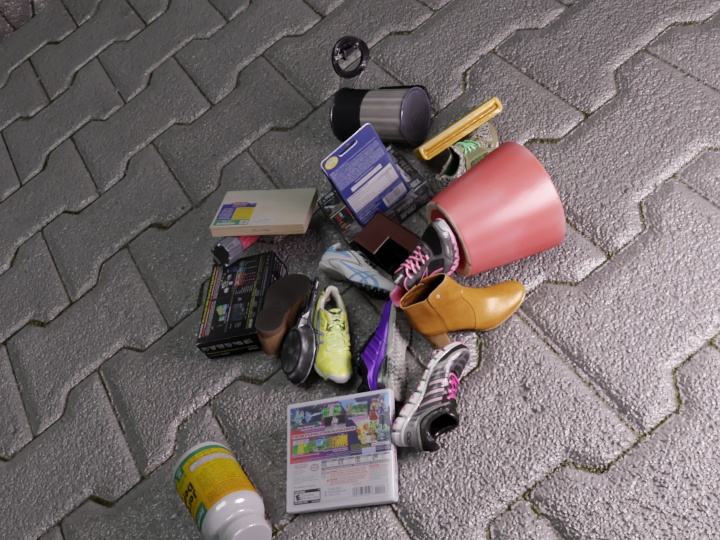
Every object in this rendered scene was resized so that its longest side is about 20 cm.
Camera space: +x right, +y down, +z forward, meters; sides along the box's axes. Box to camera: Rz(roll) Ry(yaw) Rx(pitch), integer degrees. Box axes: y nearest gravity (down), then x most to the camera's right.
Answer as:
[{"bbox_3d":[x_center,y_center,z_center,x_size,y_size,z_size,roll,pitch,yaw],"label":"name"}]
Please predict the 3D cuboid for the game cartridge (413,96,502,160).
[{"bbox_3d":[0.185,-0.271,1.825,0.175,0.033,0.200,-34,4,4],"label":"game cartridge"}]

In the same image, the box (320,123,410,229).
[{"bbox_3d":[0.006,-0.179,1.749,0.121,0.200,0.032,-40,48,-3],"label":"box"}]

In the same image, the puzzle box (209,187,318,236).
[{"bbox_3d":[-0.193,-0.118,1.893,0.197,0.026,0.134,-1,37,13],"label":"puzzle box"}]

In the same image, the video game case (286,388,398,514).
[{"bbox_3d":[-0.033,0.300,1.556,0.198,0.023,0.185,-12,65,23],"label":"video game case"}]

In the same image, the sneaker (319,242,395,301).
[{"bbox_3d":[0.000,0.000,1.769,0.199,0.072,0.073,27,82,41],"label":"sneaker"}]

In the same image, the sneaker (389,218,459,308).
[{"bbox_3d":[0.101,-0.003,1.585,0.094,0.201,0.079,-15,54,-26],"label":"sneaker"}]

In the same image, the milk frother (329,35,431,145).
[{"bbox_3d":[0.037,-0.376,1.960,0.186,0.201,0.182,7,55,34],"label":"milk frother"}]

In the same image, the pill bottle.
[{"bbox_3d":[-0.228,0.389,1.569,0.113,0.113,0.200,-41,46,-5],"label":"pill bottle"}]

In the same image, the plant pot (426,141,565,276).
[{"bbox_3d":[0.220,-0.092,1.600,0.176,0.202,0.201,-28,44,-11],"label":"plant pot"}]

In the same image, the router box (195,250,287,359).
[{"bbox_3d":[-0.234,0.068,1.864,0.148,0.062,0.202,-11,51,23],"label":"router box"}]

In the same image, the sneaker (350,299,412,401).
[{"bbox_3d":[0.029,0.139,1.643,0.098,0.070,0.202,-12,49,25],"label":"sneaker"}]

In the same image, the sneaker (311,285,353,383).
[{"bbox_3d":[-0.054,0.115,1.694,0.074,0.077,0.202,-3,47,-14],"label":"sneaker"}]

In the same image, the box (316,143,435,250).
[{"bbox_3d":[0.029,-0.144,1.883,0.199,0.050,0.158,-39,45,-1],"label":"box"}]

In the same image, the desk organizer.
[{"bbox_3d":[0.081,-0.028,1.745,0.077,0.072,0.199,-47,46,-7],"label":"desk organizer"}]

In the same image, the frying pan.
[{"bbox_3d":[-0.102,0.116,1.703,0.115,0.031,0.192,49,122,56],"label":"frying pan"}]

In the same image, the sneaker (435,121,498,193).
[{"bbox_3d":[0.203,-0.221,1.811,0.076,0.089,0.201,11,62,36],"label":"sneaker"}]

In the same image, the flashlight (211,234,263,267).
[{"bbox_3d":[-0.218,-0.081,1.920,0.067,0.068,0.200,13,37,33],"label":"flashlight"}]

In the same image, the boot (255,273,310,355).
[{"bbox_3d":[-0.149,0.081,1.802,0.073,0.076,0.201,7,38,16],"label":"boot"}]

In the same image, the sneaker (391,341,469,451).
[{"bbox_3d":[0.135,0.211,1.523,0.087,0.074,0.201,22,68,34],"label":"sneaker"}]

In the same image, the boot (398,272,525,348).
[{"bbox_3d":[0.173,0.046,1.577,0.200,0.144,0.071,-30,46,6],"label":"boot"}]
